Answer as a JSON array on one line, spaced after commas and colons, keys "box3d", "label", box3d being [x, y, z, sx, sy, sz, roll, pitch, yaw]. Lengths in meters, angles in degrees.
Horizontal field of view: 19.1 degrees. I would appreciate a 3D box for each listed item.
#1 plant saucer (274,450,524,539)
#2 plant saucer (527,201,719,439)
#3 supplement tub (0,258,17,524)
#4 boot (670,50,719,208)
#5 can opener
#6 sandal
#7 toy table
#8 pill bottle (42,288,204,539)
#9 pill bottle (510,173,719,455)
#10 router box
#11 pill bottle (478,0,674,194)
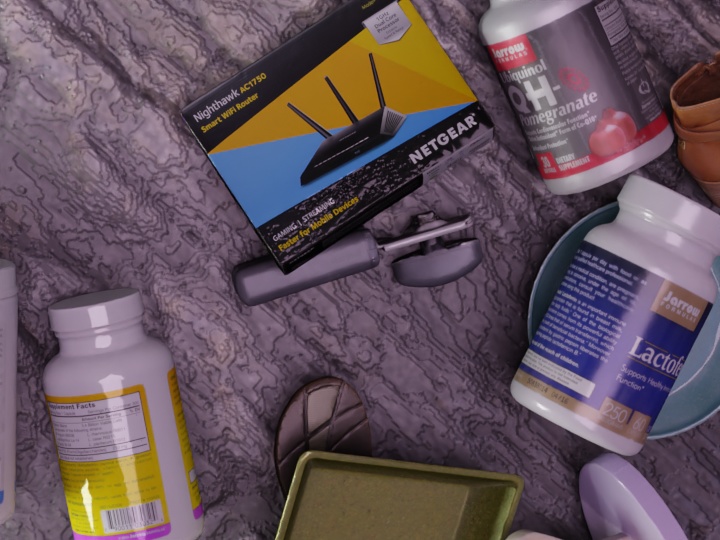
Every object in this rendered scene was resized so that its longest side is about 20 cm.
[{"box3d": [0.009, 0.234, 1.703, 0.199, 0.048, 0.201, 9, 106, -25], "label": "plant saucer"}, {"box3d": [0.231, 0.038, 1.755, 0.199, 0.036, 0.201, -1, 97, -8], "label": "plant saucer"}, {"box3d": [-0.326, 0.093, 1.624, 0.131, 0.132, 0.201, 1, 96, -9], "label": "supplement tub"}, {"box3d": [0.339, -0.141, 1.691, 0.200, 0.074, 0.155, -37, 143, -1], "label": "boot"}, {"box3d": [0.000, 0.000, 1.704, 0.199, 0.053, 0.067, -18, 99, -5], "label": "can opener"}, {"box3d": [-0.025, 0.176, 1.726, 0.081, 0.055, 0.201, -19, 115, -11], "label": "sandal"}, {"box3d": [0.198, 0.263, 1.720, 0.117, 0.184, 0.200, -32, 93, -21], "label": "toy table"}, {"box3d": [-0.188, 0.119, 1.663, 0.104, 0.104, 0.201, -11, 98, -8], "label": "pill bottle"}, {"box3d": [0.209, 0.034, 1.675, 0.115, 0.116, 0.200, 25, 93, -11], "label": "pill bottle"}, {"box3d": [-0.018, -0.113, 1.666, 0.200, 0.051, 0.149, -34, 81, -5], "label": "router box"}, {"box3d": [0.160, -0.170, 1.680, 0.110, 0.111, 0.200, -26, 100, -5], "label": "pill bottle"}]
